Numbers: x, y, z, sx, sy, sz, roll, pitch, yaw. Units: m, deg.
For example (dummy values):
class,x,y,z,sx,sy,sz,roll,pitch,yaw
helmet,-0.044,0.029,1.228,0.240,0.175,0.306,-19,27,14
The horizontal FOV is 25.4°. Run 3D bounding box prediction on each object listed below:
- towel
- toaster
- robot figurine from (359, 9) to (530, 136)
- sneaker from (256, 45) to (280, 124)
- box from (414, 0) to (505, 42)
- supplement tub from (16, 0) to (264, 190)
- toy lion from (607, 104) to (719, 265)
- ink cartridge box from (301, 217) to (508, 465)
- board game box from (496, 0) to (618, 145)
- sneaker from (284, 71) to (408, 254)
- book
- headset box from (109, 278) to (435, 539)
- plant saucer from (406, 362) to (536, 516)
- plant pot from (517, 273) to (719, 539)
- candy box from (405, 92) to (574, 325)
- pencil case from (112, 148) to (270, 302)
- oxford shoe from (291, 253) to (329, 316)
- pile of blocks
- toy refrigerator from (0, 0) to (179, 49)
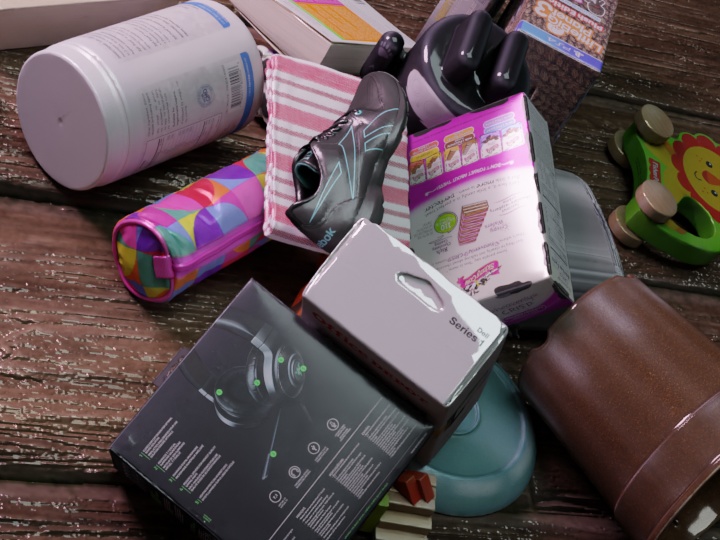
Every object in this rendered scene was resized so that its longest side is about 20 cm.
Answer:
class,x,y,z,sx,sy,sz,roll,pitch,yaw
towel,-0.022,-0.096,1.454,0.145,0.030,0.202,15,57,-26
toaster,0.170,-0.019,1.550,0.128,0.114,0.201,6,48,-29
robot figurine,0.091,-0.174,1.578,0.124,0.200,0.151,-24,79,-30
sneaker,-0.043,-0.148,1.570,0.083,0.081,0.201,-6,54,-41
box,0.147,-0.330,1.752,0.048,0.200,0.158,38,44,3
supplement tub,-0.196,-0.163,1.453,0.199,0.132,0.132,-26,68,-43
toy lion,0.368,-0.083,1.767,0.191,0.069,0.201,27,43,-17
ink cartridge box,0.029,0.063,1.287,0.144,0.200,0.084,37,73,10
board game box,0.195,-0.234,1.723,0.096,0.160,0.201,26,43,-5
sneaker,-0.012,-0.104,1.397,0.079,0.075,0.201,25,53,-17
book,-0.034,-0.256,1.651,0.134,0.048,0.200,43,26,19
headset box,-0.074,0.133,1.236,0.199,0.093,0.174,37,74,6
plant saucer,0.074,0.126,1.427,0.199,0.027,0.201,17,45,-17
plant pot,0.258,0.123,1.424,0.199,0.201,0.198,-21,57,-41
candy box,0.113,-0.047,1.461,0.061,0.135,0.201,40,39,-49
pencil case,-0.127,-0.044,1.419,0.088,0.089,0.200,46,47,14
oxford shoe,0.000,0.000,1.475,0.073,0.071,0.201,37,51,-9
pile of blocks,-0.021,0.157,1.311,0.199,0.062,0.082,30,49,3
toy refrigerator,-0.281,-0.267,1.545,0.199,0.070,0.076,-14,66,-37
